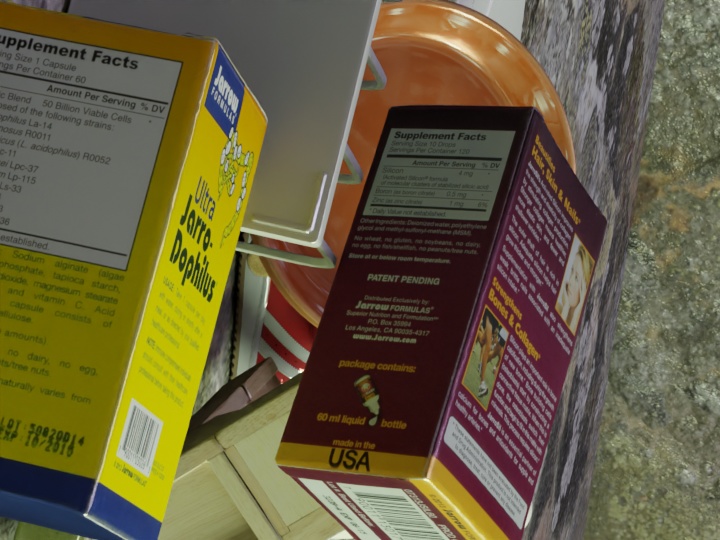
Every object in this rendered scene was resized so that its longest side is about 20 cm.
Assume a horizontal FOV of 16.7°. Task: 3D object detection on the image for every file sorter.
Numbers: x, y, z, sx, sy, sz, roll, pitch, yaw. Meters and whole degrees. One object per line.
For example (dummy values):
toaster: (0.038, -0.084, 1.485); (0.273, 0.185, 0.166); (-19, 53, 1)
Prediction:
file sorter: (-0.055, -0.112, 1.163); (0.125, 0.138, 0.201); (58, 45, -77)

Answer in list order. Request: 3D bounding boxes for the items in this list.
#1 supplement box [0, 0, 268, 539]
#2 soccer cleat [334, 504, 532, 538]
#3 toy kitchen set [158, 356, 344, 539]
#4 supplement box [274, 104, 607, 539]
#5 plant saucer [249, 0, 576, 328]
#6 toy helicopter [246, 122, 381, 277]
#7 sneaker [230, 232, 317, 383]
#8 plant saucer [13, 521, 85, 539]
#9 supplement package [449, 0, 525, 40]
supplement box: (-0.123, 0.003, 1.022); (0.110, 0.108, 0.201); (57, 47, -73)
soccer cleat: (0.009, 0.142, 1.560); (0.078, 0.199, 0.070); (101, -6, -69)
toy kitchen set: (-0.002, 0.124, 1.375); (0.164, 0.180, 0.200); (56, 22, -5)
supplement box: (0.044, 0.031, 1.196); (0.110, 0.085, 0.201); (50, 50, -50)
plant saucer: (0.026, -0.052, 1.375); (0.032, 0.199, 0.202); (2, -102, 67)
toy helicopter: (0.000, 0.000, 1.434); (0.079, 0.131, 0.201); (-81, 165, -66)
sneaker: (-0.018, 0.045, 1.528); (0.071, 0.112, 0.201); (-63, 162, -52)
plant saucer: (-0.127, 0.072, 1.158); (0.200, 0.031, 0.201); (-159, -90, -86)
supplement package: (0.035, -0.205, 1.518); (0.156, 0.110, 0.201); (-47, 148, -58)
